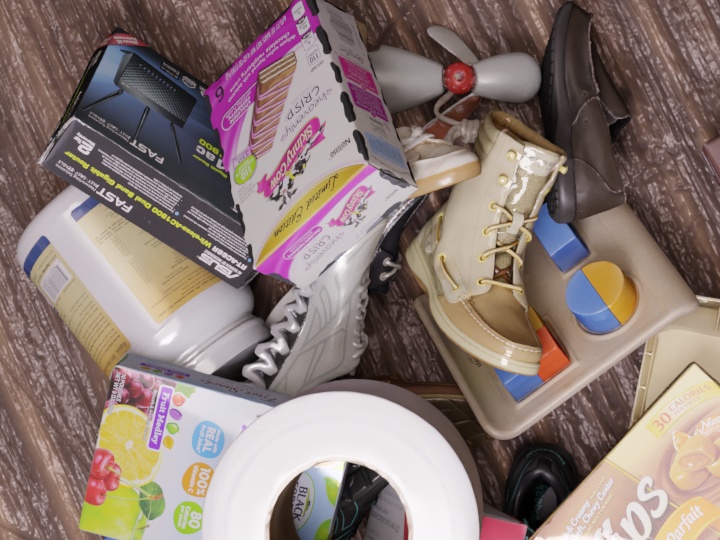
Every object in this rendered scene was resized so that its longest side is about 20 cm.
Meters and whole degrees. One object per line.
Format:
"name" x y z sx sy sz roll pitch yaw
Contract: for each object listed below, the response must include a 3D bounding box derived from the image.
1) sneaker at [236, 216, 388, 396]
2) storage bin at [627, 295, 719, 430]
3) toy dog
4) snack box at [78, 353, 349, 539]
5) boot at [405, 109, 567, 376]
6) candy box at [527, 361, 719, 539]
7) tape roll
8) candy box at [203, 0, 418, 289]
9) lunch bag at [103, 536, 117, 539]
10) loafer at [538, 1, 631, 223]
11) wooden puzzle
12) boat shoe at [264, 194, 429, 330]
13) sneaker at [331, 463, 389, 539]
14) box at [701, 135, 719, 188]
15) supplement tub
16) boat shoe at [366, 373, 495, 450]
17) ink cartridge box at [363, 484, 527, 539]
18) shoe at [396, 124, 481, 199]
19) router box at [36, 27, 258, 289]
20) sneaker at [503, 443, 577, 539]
"sneaker" -0.022 0.036 1.517 0.081 0.075 0.201 33 109 10
"storage bin" 0.319 0.131 1.518 0.199 0.094 0.200 11 89 11
"toy dog" 0.045 -0.155 1.592 0.199 0.096 0.133 21 83 -3
"snack box" -0.113 0.161 1.490 0.199 0.053 0.143 15 101 5
"boot" 0.116 -0.024 1.464 0.073 0.200 0.156 18 114 -27
"candy box" 0.236 0.183 1.455 0.115 0.055 0.200 43 95 9
"tape roll" -0.009 0.184 1.378 0.201 0.139 0.204 0 89 5
"candy box" -0.044 -0.105 1.478 0.136 0.061 0.201 -42 47 26
"lunch bag" -0.125 0.284 1.549 0.199 0.160 0.076 14 64 10
"loafer" 0.189 -0.130 1.552 0.071 0.073 0.201 2 69 -3
"wooden puzzle" 0.152 0.020 1.524 0.200 0.046 0.186 -34 43 5
"boat shoe" 0.000 0.000 1.576 0.060 0.074 0.200 46 106 13
"sneaker" -0.028 0.191 1.564 0.200 0.079 0.076 -36 51 24
"box" 0.391 -0.105 1.527 0.199 0.075 0.100 -29 83 9
"supplement tub" -0.181 0.018 1.582 0.144 0.144 0.200 -40 82 6
"boat shoe" 0.025 0.116 1.575 0.199 0.068 0.072 -6 130 15
"ink cartridge box" 0.050 0.282 1.521 0.083 0.145 0.201 14 89 -21
"shoe" 0.013 -0.088 1.494 0.199 0.070 0.054 0 110 46
"router box" -0.153 -0.095 1.543 0.199 0.150 0.062 32 125 -15
"sneaker" 0.138 0.245 1.543 0.075 0.079 0.201 5 90 5
